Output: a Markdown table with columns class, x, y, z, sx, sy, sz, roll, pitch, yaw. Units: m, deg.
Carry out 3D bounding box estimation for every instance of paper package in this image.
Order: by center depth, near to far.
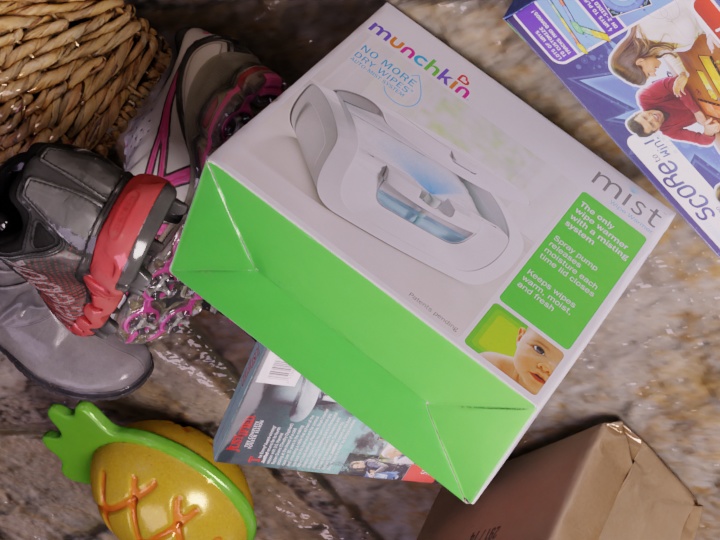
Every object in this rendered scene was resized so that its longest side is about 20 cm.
| class | x | y | z | sx | sy | sz | roll | pitch | yaw |
| --- | --- | --- | --- | --- | --- | --- | --- | --- | --- |
| paper package | 0.111 | 0.223 | 1.017 | 0.103 | 0.191 | 0.200 | 41 | 144 | -13 |

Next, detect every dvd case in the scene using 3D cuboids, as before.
| class | x | y | z | sx | sy | sz | roll | pitch | yaw |
| --- | --- | --- | --- | --- | --- | --- | --- | --- | --- |
| dvd case | 0.014 | 0.092 | 0.989 | 0.197 | 0.022 | 0.147 | 6 | 141 | -17 |

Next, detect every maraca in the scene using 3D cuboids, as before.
| class | x | y | z | sx | sy | sz | roll | pitch | yaw |
| --- | --- | --- | --- | --- | --- | --- | --- | --- | --- |
| maraca | -0.175 | 0.174 | 1.234 | 0.198 | 0.107 | 0.138 | 29 | 137 | 3 |

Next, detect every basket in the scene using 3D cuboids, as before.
| class | x | y | z | sx | sy | sz | roll | pitch | yaw |
| --- | --- | --- | --- | --- | --- | --- | --- | --- | --- |
| basket | -0.228 | -0.127 | 0.888 | 0.149 | 0.144 | 0.199 | 45 | 144 | -24 |

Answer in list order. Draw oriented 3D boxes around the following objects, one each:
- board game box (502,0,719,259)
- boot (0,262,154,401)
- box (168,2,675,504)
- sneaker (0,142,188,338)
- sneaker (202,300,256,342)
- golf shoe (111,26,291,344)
| class | x | y | z | sx | sy | sz | roll | pitch | yaw |
| --- | --- | --- | --- | --- | --- | --- | --- | --- | --- |
| board game box | 0.183 | -0.088 | 0.733 | 0.200 | 0.035 | 0.135 | 45 | 142 | -17 |
| boot | -0.252 | 0.017 | 1.146 | 0.198 | 0.070 | 0.133 | 20 | 137 | 9 |
| box | 0.034 | -0.014 | 0.780 | 0.199 | 0.177 | 0.097 | 37 | 139 | 9 |
| sneaker | -0.156 | -0.018 | 0.800 | 0.097 | 0.071 | 0.200 | 28 | 162 | -8 |
| sneaker | -0.063 | 0.018 | 1.005 | 0.087 | 0.074 | 0.201 | 5 | 131 | 31 |
| golf shoe | -0.111 | -0.050 | 0.913 | 0.092 | 0.072 | 0.201 | 40 | 114 | 32 |
